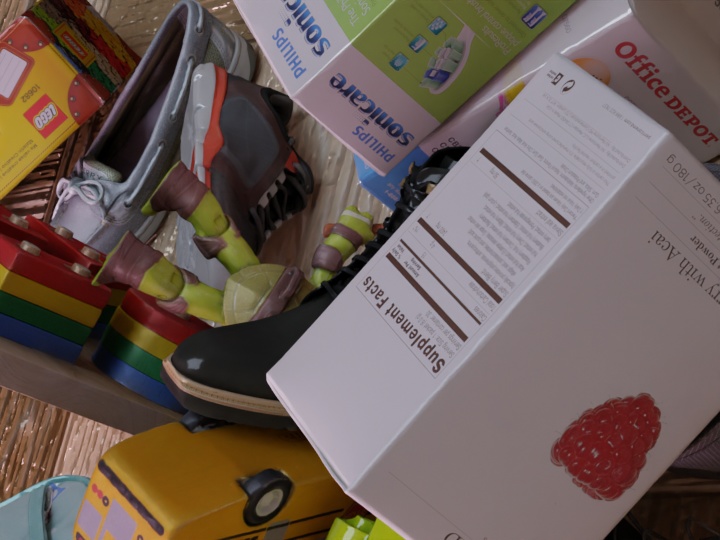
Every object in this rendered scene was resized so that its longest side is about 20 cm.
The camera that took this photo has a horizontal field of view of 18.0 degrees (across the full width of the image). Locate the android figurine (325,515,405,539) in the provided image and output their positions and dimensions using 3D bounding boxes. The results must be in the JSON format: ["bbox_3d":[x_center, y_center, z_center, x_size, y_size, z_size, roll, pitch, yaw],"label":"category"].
[{"bbox_3d":[0.033,0.184,1.079,0.182,0.041,0.201,25,90,49],"label":"android figurine"}]

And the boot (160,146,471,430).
[{"bbox_3d":[0.000,0.000,1.148,0.077,0.199,0.139,45,133,48],"label":"boot"}]

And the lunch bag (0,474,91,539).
[{"bbox_3d":[-0.174,0.198,1.149,0.160,0.077,0.201,-28,37,8],"label":"lunch bag"}]

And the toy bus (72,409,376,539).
[{"bbox_3d":[-0.045,0.112,1.161,0.065,0.199,0.079,41,122,33],"label":"toy bus"}]

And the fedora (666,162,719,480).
[{"bbox_3d":[0.162,0.041,1.085,0.177,0.090,0.200,-48,31,1],"label":"fedora"}]

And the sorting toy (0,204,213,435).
[{"bbox_3d":[-0.177,0.020,1.318,0.200,0.198,0.070,33,95,48],"label":"sorting toy"}]

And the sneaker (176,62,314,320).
[{"bbox_3d":[-0.065,-0.051,1.355,0.077,0.081,0.201,108,166,-44],"label":"sneaker"}]

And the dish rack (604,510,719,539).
[{"bbox_3d":[0.187,0.163,1.010,0.199,0.054,0.154,-20,52,31],"label":"dish rack"}]

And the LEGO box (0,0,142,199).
[{"bbox_3d":[-0.251,-0.089,1.503,0.200,0.077,0.149,-41,9,14],"label":"LEGO box"}]

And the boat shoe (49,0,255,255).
[{"bbox_3d":[-0.148,-0.080,1.466,0.202,0.065,0.074,-53,42,0],"label":"boat shoe"}]

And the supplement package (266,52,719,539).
[{"bbox_3d":[0.079,0.030,0.996,0.200,0.121,0.120,-48,30,4],"label":"supplement package"}]

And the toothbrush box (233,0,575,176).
[{"bbox_3d":[0.035,-0.173,1.156,0.200,0.086,0.146,-42,43,11],"label":"toothbrush box"}]

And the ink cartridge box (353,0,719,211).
[{"bbox_3d":[0.104,-0.111,1.212,0.199,0.128,0.126,-30,47,24],"label":"ink cartridge box"}]

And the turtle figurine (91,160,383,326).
[{"bbox_3d":[-0.064,0.028,1.236,0.201,0.161,0.064,-55,6,-9],"label":"turtle figurine"}]
